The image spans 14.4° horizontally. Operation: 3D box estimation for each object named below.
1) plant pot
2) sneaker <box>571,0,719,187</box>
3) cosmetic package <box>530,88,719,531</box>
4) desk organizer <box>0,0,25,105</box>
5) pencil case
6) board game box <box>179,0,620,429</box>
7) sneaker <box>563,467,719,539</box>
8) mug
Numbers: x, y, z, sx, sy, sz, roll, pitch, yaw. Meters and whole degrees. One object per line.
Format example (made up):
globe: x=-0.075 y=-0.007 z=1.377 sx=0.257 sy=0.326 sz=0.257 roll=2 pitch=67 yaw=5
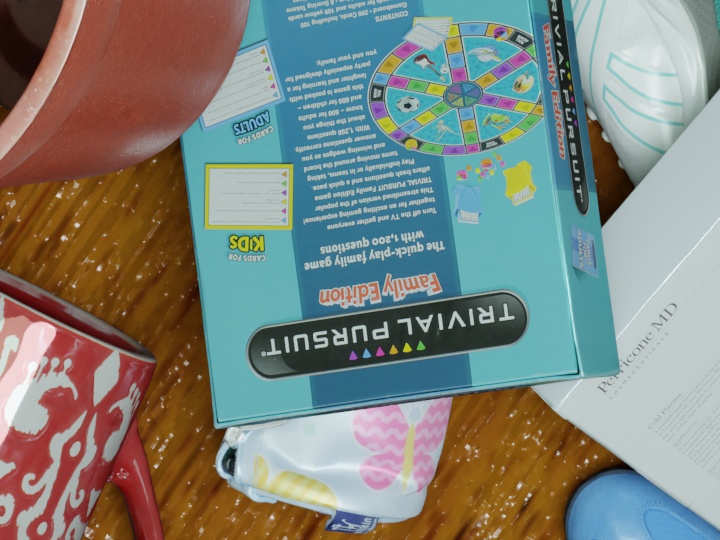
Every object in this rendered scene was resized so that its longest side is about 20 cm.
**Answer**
plant pot: x=-0.140 y=-0.110 z=0.997 sx=0.200 sy=0.195 sz=0.202 roll=0 pitch=90 yaw=21
sneaker: x=0.119 y=-0.082 z=1.146 sx=0.080 sy=0.070 sz=0.201 roll=3 pitch=114 yaw=40
cosmetic package: x=0.171 y=-0.001 z=1.115 sx=0.200 sy=0.052 sz=0.151 roll=-49 pitch=133 yaw=5
desk organizer: x=-0.166 y=-0.102 z=1.147 sx=0.199 sy=0.072 sz=0.077 roll=-14 pitch=92 yaw=3
pencil case: x=0.000 y=0.000 z=1.143 sx=0.090 sy=0.083 sz=0.201 roll=11 pitch=95 yaw=-18
board game box: x=0.008 y=-0.050 z=1.067 sx=0.150 sy=0.047 sz=0.201 roll=-9 pitch=87 yaw=24
sneaker: x=0.146 y=0.173 z=1.160 sx=0.066 sy=0.078 sz=0.201 roll=-27 pitch=93 yaw=6
mug: x=-0.160 y=0.106 z=1.157 sx=0.133 sy=0.177 sz=0.201 roll=27 pitch=92 yaw=42
